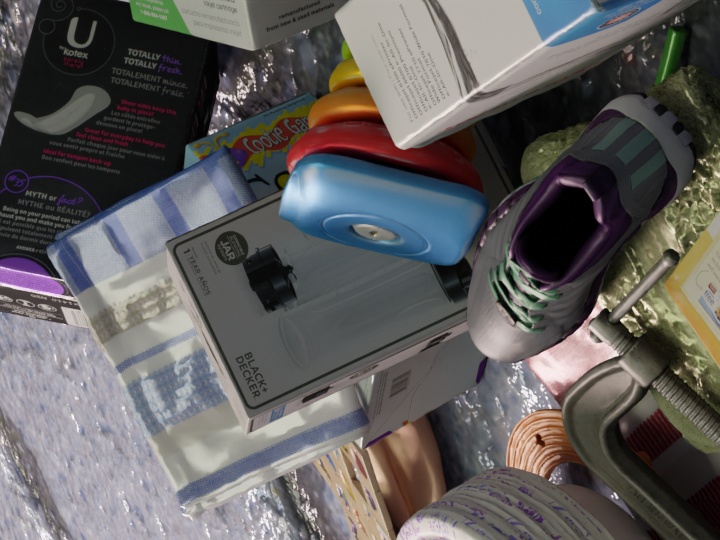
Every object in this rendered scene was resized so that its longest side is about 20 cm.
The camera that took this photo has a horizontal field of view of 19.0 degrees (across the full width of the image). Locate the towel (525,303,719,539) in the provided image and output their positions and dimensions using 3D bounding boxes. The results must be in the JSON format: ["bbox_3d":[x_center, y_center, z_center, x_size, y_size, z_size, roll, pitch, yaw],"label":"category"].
[{"bbox_3d":[0.177,0.102,1.232,0.200,0.023,0.144,57,150,13],"label":"towel"}]

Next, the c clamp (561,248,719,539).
[{"bbox_3d":[0.181,0.100,1.129,0.200,0.027,0.171,46,145,0],"label":"c clamp"}]

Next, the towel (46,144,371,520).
[{"bbox_3d":[-0.095,0.041,1.324,0.146,0.024,0.201,-25,94,23],"label":"towel"}]

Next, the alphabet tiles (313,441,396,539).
[{"bbox_3d":[-0.013,0.140,1.501,0.200,0.008,0.168,50,162,55],"label":"alphabet tiles"}]

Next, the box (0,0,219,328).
[{"bbox_3d":[-0.173,-0.070,1.436,0.106,0.122,0.201,95,-173,-72],"label":"box"}]

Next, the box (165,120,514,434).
[{"bbox_3d":[0.000,0.000,1.244,0.117,0.199,0.060,62,170,11],"label":"box"}]

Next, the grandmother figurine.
[{"bbox_3d":[0.045,0.173,1.458,0.201,0.060,0.121,67,159,0],"label":"grandmother figurine"}]

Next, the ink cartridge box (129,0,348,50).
[{"bbox_3d":[-0.093,-0.252,1.329,0.146,0.084,0.201,20,127,50],"label":"ink cartridge box"}]

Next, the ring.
[{"bbox_3d":[0.157,0.170,1.289,0.200,0.019,0.201,44,149,35],"label":"ring"}]

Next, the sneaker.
[{"bbox_3d":[0.087,-0.008,1.085,0.074,0.087,0.200,43,138,11],"label":"sneaker"}]

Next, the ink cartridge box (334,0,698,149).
[{"bbox_3d":[0.099,-0.146,1.047,0.084,0.145,0.200,64,150,3],"label":"ink cartridge box"}]

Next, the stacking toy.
[{"bbox_3d":[0.028,-0.113,1.184,0.116,0.109,0.201,111,172,-74],"label":"stacking toy"}]

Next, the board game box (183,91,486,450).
[{"bbox_3d":[-0.016,-0.004,1.374,0.200,0.103,0.105,45,146,29],"label":"board game box"}]

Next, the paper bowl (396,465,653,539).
[{"bbox_3d":[0.118,0.207,1.257,0.201,0.104,0.201,43,149,35],"label":"paper bowl"}]

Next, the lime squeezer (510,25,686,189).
[{"bbox_3d":[0.137,-0.058,1.175,0.200,0.038,0.071,136,138,-59],"label":"lime squeezer"}]

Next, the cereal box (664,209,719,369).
[{"bbox_3d":[0.233,-0.009,0.966,0.200,0.039,0.144,-57,49,37],"label":"cereal box"}]

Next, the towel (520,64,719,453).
[{"bbox_3d":[0.176,0.001,1.104,0.148,0.036,0.201,-25,98,49],"label":"towel"}]
